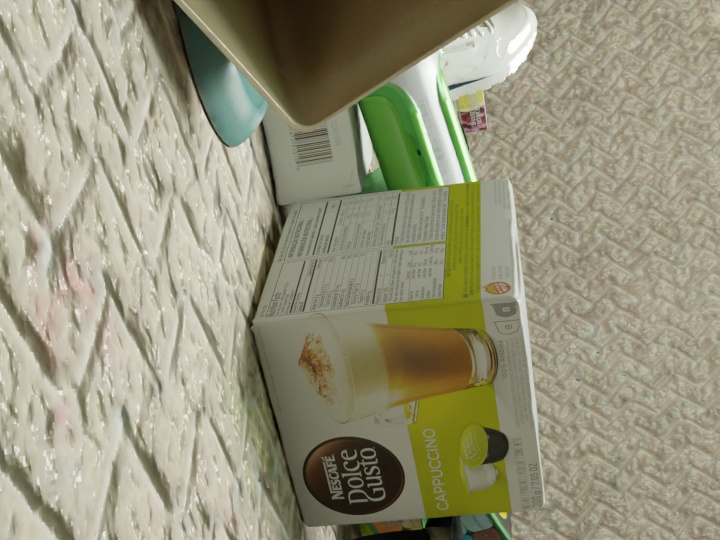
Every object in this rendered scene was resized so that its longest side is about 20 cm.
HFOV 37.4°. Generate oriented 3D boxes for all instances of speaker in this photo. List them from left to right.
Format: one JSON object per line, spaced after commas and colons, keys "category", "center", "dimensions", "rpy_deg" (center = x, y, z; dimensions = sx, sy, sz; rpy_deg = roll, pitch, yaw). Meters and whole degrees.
{"category": "speaker", "center": [0.054, -0.107, 0.948], "dimensions": [0.088, 0.088, 0.201], "rpy_deg": [-79, 151, -70]}

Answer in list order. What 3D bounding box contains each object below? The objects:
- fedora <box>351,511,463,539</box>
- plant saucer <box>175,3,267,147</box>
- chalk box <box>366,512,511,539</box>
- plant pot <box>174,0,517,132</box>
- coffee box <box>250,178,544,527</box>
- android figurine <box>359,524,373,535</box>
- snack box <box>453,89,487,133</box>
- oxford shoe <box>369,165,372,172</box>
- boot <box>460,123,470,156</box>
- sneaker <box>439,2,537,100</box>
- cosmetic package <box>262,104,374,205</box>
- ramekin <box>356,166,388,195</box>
{"category": "fedora", "center": [0.024, 0.271, 0.872], "dimensions": [0.201, 0.091, 0.201], "rpy_deg": [-170, -90, -86]}
{"category": "plant saucer", "center": [-0.098, -0.192, 0.780], "dimensions": [0.200, 0.027, 0.201], "rpy_deg": [-9, 90, -83]}
{"category": "chalk box", "center": [0.072, 0.210, 1.061], "dimensions": [0.125, 0.124, 0.200], "rpy_deg": [58, 24, -29]}
{"category": "plant pot", "center": [-0.027, -0.248, 0.662], "dimensions": [0.200, 0.199, 0.177], "rpy_deg": [44, 20, -49]}
{"category": "coffee box", "center": [0.039, 0.064, 0.870], "dimensions": [0.200, 0.197, 0.200], "rpy_deg": [-80, 161, -60]}
{"category": "android figurine", "center": [0.020, 0.247, 1.185], "dimensions": [0.182, 0.041, 0.201], "rpy_deg": [-51, 131, -81]}
{"category": "snack box", "center": [0.037, -0.221, 1.212], "dimensions": [0.169, 0.199, 0.068], "rpy_deg": [72, 12, -51]}
{"category": "oxford shoe", "center": [-0.022, -0.065, 1.189], "dimensions": [0.074, 0.071, 0.201], "rpy_deg": [-157, -125, -68]}
{"category": "boot", "center": [0.087, -0.056, 1.142], "dimensions": [0.162, 0.073, 0.199], "rpy_deg": [27, 62, -80]}
{"category": "sneaker", "center": [0.093, -0.225, 1.075], "dimensions": [0.076, 0.200, 0.081], "rpy_deg": [50, -15, 39]}
{"category": "cosmetic package", "center": [-0.038, -0.141, 1.009], "dimensions": [0.200, 0.081, 0.113], "rpy_deg": [-78, 159, -74]}
{"category": "ramekin", "center": [0.000, 0.000, 1.066], "dimensions": [0.200, 0.097, 0.201], "rpy_deg": [-8, 90, -84]}
